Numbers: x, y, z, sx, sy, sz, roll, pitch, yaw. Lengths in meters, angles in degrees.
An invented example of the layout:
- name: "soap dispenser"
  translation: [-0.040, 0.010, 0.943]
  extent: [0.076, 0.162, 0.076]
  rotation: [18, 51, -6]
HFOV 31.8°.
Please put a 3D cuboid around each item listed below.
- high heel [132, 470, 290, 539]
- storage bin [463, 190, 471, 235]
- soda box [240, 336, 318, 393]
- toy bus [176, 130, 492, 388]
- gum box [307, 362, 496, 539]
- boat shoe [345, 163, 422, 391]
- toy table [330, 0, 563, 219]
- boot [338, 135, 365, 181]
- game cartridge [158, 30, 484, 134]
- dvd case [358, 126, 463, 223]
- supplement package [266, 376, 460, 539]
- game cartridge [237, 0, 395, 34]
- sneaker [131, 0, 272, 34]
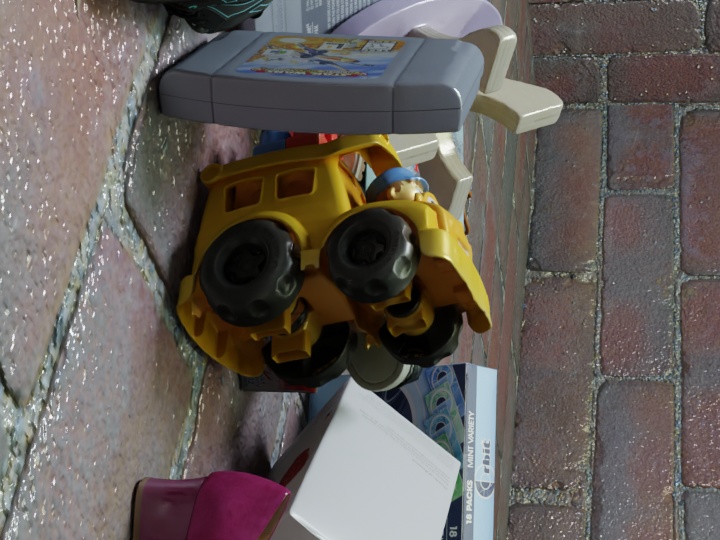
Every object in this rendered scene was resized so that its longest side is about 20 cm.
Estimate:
- name: "high heel"
  translation: [-0.090, 0.225, 0.777]
  extent: [0.067, 0.095, 0.203]
  rotation: [-27, 116, -76]
- name: "storage bin"
  translation: [0.028, -0.073, 1.240]
  extent: [0.135, 0.144, 0.202]
  rotation: [55, 35, -53]
- name: "soda box"
  translation: [-0.046, 0.021, 1.047]
  extent: [0.200, 0.063, 0.071]
  rotation: [-66, 153, -59]
- name: "toy bus"
  translation: [-0.016, -0.033, 0.888]
  extent: [0.136, 0.198, 0.194]
  rotation: [54, 31, -53]
- name: "gum box"
  translation: [0.030, 0.175, 1.110]
  extent: [0.044, 0.199, 0.172]
  rotation: [14, 73, -41]
- name: "boat shoe"
  translation: [0.002, -0.001, 0.972]
  extent: [0.066, 0.074, 0.201]
  rotation: [14, 46, -57]
- name: "toy table"
  translation: [0.063, -0.142, 1.012]
  extent: [0.117, 0.199, 0.185]
  rotation: [48, -26, 31]
- name: "boot"
  translation: [-0.044, -0.135, 1.075]
  extent: [0.107, 0.074, 0.202]
  rotation: [37, 58, -51]
- name: "game cartridge"
  translation: [-0.024, -0.125, 0.833]
  extent: [0.133, 0.197, 0.042]
  rotation: [-58, 150, -68]
- name: "dvd case"
  translation: [0.045, -0.091, 1.153]
  extent: [0.145, 0.022, 0.202]
  rotation: [31, 50, -41]
- name: "supplement package"
  translation: [-0.017, 0.198, 0.958]
  extent: [0.121, 0.119, 0.200]
  rotation: [-49, -174, 25]
- name: "game cartridge"
  translation: [-0.032, -0.220, 0.957]
  extent: [0.041, 0.133, 0.201]
  rotation: [46, -26, 30]
- name: "sneaker"
  translation: [-0.096, -0.181, 0.793]
  extent: [0.080, 0.075, 0.200]
  rotation: [-57, 166, 30]
